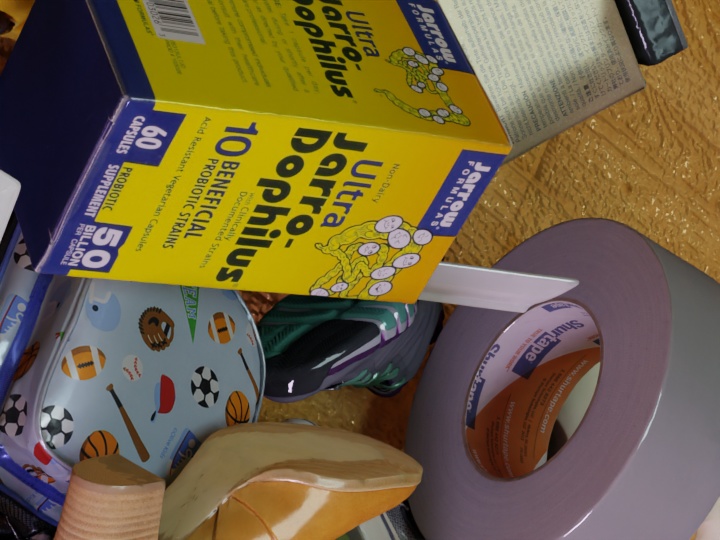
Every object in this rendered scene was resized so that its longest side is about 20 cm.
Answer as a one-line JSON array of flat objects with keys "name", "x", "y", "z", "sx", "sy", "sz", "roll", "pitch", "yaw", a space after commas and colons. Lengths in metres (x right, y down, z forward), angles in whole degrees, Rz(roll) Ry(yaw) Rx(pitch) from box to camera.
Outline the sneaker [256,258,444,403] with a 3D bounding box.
[{"name": "sneaker", "x": 0.005, "y": 0.043, "z": 1.332, "sx": 0.200, "sy": 0.074, "sz": 0.088, "roll": -43, "pitch": 129, "yaw": -55}]

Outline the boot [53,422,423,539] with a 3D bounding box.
[{"name": "boot", "x": -0.065, "y": 0.151, "z": 1.126, "sx": 0.201, "sy": 0.071, "sz": 0.144, "roll": -4, "pitch": 111, "yaw": -39}]

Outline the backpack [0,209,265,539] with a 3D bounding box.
[{"name": "backpack", "x": -0.133, "y": 0.059, "z": 1.191, "sx": 0.191, "sy": 0.154, "sz": 0.200, "roll": 46, "pitch": 59, "yaw": -44}]

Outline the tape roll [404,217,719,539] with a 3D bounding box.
[{"name": "tape roll", "x": 0.113, "y": 0.075, "z": 1.304, "sx": 0.066, "sy": 0.200, "sz": 0.201, "roll": 29, "pitch": 72, "yaw": -31}]

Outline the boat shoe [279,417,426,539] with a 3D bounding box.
[{"name": "boat shoe", "x": 0.026, "y": 0.153, "z": 1.367, "sx": 0.093, "sy": 0.075, "sz": 0.200, "roll": -38, "pitch": 102, "yaw": -40}]

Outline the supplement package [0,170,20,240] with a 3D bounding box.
[{"name": "supplement package", "x": -0.258, "y": -0.012, "z": 1.033, "sx": 0.114, "sy": 0.200, "sz": 0.110, "roll": 32, "pitch": 70, "yaw": -38}]

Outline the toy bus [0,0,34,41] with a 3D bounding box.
[{"name": "toy bus", "x": -0.119, "y": -0.172, "z": 1.162, "sx": 0.200, "sy": 0.192, "sz": 0.136, "roll": 8, "pitch": 87, "yaw": -40}]

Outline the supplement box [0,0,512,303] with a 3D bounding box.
[{"name": "supplement box", "x": -0.052, "y": -0.065, "z": 1.118, "sx": 0.200, "sy": 0.109, "sz": 0.110, "roll": 5, "pitch": 44, "yaw": -32}]

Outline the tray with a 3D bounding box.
[{"name": "tray", "x": 0.000, "y": 0.000, "z": 1.242, "sx": 0.200, "sy": 0.107, "sz": 0.022, "roll": 7, "pitch": 91, "yaw": -19}]

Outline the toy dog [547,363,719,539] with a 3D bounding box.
[{"name": "toy dog", "x": 0.144, "y": 0.127, "z": 1.444, "sx": 0.194, "sy": 0.139, "sz": 0.200, "roll": 22, "pitch": 78, "yaw": -38}]

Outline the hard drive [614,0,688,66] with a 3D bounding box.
[{"name": "hard drive", "x": 0.112, "y": -0.219, "z": 1.404, "sx": 0.033, "sy": 0.140, "sz": 0.200, "roll": -29, "pitch": 112, "yaw": -13}]

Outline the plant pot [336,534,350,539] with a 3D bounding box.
[{"name": "plant pot", "x": -0.028, "y": 0.238, "z": 1.277, "sx": 0.200, "sy": 0.200, "sz": 0.190, "roll": -30, "pitch": 97, "yaw": -38}]

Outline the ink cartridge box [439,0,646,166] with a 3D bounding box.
[{"name": "ink cartridge box", "x": 0.045, "y": -0.156, "z": 1.350, "sx": 0.165, "sy": 0.075, "sz": 0.200, "roll": -28, "pitch": 112, "yaw": -11}]
